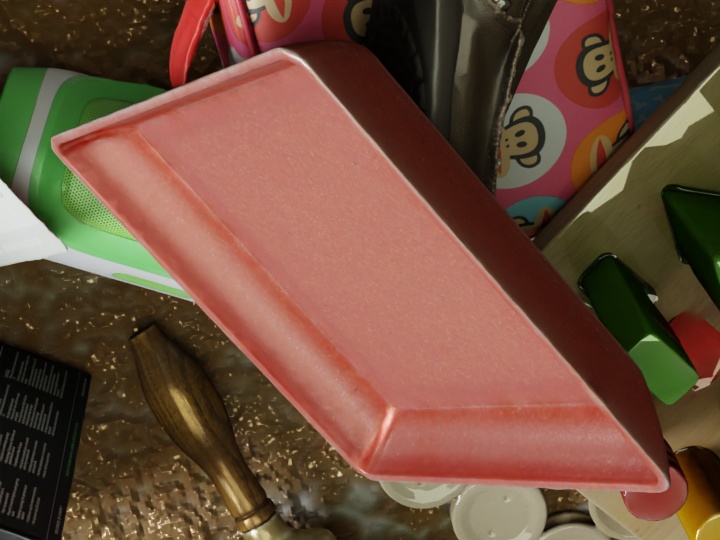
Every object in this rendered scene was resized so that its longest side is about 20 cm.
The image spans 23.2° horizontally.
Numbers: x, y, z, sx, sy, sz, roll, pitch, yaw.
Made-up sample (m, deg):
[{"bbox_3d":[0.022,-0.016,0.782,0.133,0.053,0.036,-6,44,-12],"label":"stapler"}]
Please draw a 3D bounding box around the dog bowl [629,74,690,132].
[{"bbox_3d":[0.139,0.007,0.800,0.050,0.111,0.200,0,112,10],"label":"dog bowl"}]

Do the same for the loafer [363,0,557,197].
[{"bbox_3d":[0.044,-0.092,0.619,0.071,0.073,0.200,-8,123,-15],"label":"loafer"}]

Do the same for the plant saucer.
[{"bbox_3d":[0.000,0.000,0.637,0.200,0.200,0.037,48,63,-18],"label":"plant saucer"}]

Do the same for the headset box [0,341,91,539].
[{"bbox_3d":[-0.234,0.084,0.778,0.200,0.174,0.093,22,108,-13],"label":"headset box"}]

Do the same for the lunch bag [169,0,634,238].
[{"bbox_3d":[0.011,-0.093,0.696,0.176,0.082,0.200,-19,123,-11],"label":"lunch bag"}]

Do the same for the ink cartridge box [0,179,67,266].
[{"bbox_3d":[-0.224,-0.081,0.745,0.162,0.050,0.200,-10,131,42],"label":"ink cartridge box"}]

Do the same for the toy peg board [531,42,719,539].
[{"bbox_3d":[0.169,0.041,0.698,0.199,0.098,0.200,39,104,-16],"label":"toy peg board"}]

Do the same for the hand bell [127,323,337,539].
[{"bbox_3d":[-0.057,0.115,0.864,0.104,0.104,0.200,-31,98,7],"label":"hand bell"}]

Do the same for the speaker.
[{"bbox_3d":[-0.071,-0.029,0.797,0.200,0.088,0.089,16,109,-10],"label":"speaker"}]

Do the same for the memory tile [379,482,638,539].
[{"bbox_3d":[0.116,0.067,0.884,0.153,0.017,0.200,34,104,-15],"label":"memory tile"}]
